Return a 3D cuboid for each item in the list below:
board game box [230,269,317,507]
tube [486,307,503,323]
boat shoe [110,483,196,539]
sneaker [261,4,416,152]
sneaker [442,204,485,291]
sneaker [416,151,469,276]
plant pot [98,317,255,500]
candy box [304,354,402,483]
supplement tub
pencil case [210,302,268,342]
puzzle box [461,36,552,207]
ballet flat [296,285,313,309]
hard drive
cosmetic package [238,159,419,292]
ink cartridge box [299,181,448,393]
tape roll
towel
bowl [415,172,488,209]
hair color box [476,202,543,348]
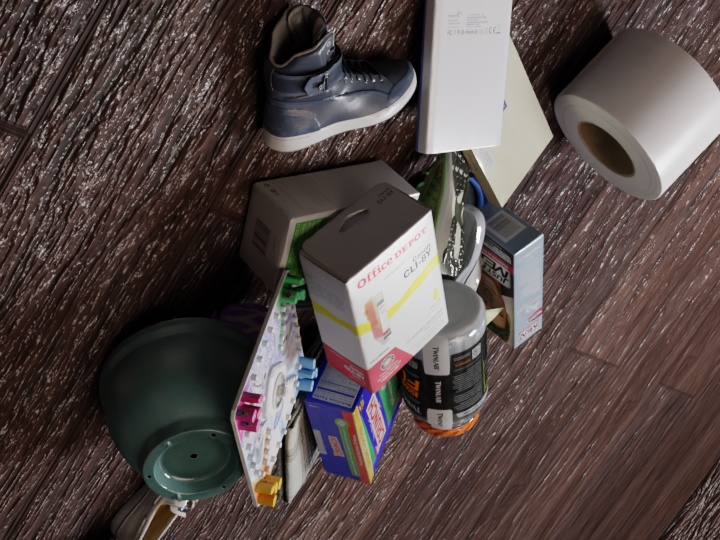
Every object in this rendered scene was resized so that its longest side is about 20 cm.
[{"bbox_3d":[-0.093,0.137,1.197,0.201,0.026,0.201,85,18,-50],"label":"board game box"},{"bbox_3d":[0.122,0.103,1.528,0.200,0.052,0.058,-42,-165,45],"label":"tube"},{"bbox_3d":[-0.241,0.289,1.363,0.200,0.070,0.071,-49,144,-1],"label":"boat shoe"},{"bbox_3d":[-0.018,-0.225,1.137,0.201,0.077,0.147,-28,141,-26],"label":"sneaker"},{"bbox_3d":[0.134,-0.015,1.438,0.071,0.073,0.201,-30,150,-39],"label":"sneaker"},{"bbox_3d":[0.087,-0.090,1.339,0.077,0.088,0.202,48,44,-59],"label":"sneaker"},{"bbox_3d":[-0.195,0.174,1.196,0.198,0.135,0.202,-9,132,-10],"label":"plant pot"},{"bbox_3d":[0.004,0.155,1.428,0.170,0.076,0.201,79,29,-48],"label":"candy box"},{"bbox_3d":[0.111,0.122,1.419,0.122,0.122,0.201,-30,134,-25],"label":"supplement tub"},{"bbox_3d":[-0.142,0.134,1.329,0.084,0.085,0.201,-67,165,-49],"label":"pencil case"},{"bbox_3d":[0.181,-0.196,1.379,0.133,0.025,0.200,-52,137,-15],"label":"puzzle box"},{"bbox_3d":[0.000,0.000,1.359,0.198,0.068,0.068,-11,103,-15],"label":"ballet flat"},{"bbox_3d":[0.125,-0.247,1.263,0.131,0.025,0.202,-11,112,-39],"label":"hard drive"},{"bbox_3d":[-0.037,-0.057,1.260,0.199,0.085,0.108,-15,134,-37],"label":"cosmetic package"},{"bbox_3d":[0.020,0.022,1.232,0.145,0.083,0.201,-40,141,-24],"label":"ink cartridge box"},{"bbox_3d":[0.390,-0.218,1.476,0.139,0.202,0.203,-45,144,-6],"label":"tape roll"},{"bbox_3d":[-0.063,0.188,1.425,0.193,0.034,0.201,-56,155,-44],"label":"towel"},{"bbox_3d":[0.110,-0.050,1.463,0.200,0.039,0.202,-28,139,-28],"label":"bowl"},{"bbox_3d":[0.205,0.008,1.496,0.060,0.099,0.201,-34,141,-21],"label":"hair color box"}]
